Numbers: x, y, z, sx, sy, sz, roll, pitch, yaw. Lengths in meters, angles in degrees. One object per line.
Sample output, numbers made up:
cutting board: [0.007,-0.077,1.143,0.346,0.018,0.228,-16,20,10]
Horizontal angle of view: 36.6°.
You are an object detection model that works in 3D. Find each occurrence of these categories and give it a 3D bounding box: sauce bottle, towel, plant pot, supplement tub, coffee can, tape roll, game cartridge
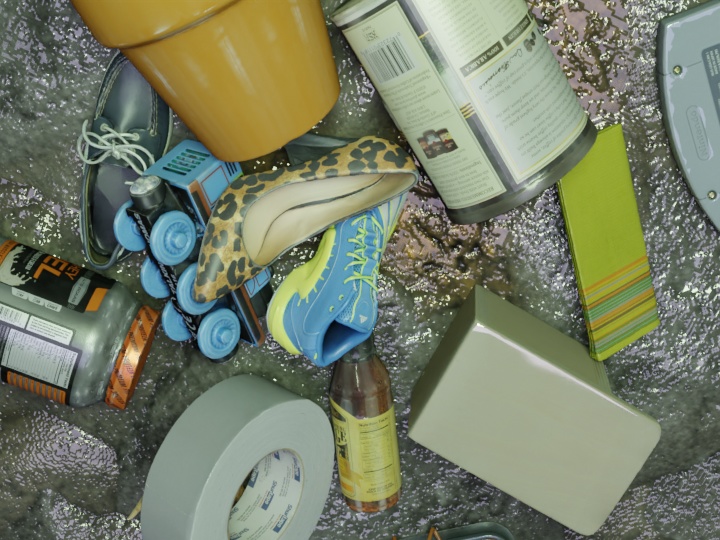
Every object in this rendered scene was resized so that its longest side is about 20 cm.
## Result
sauce bottle: [0.002,0.133,1.053,0.065,0.066,0.204,-5,107,4]
towel: [0.225,-0.024,0.997,0.085,0.018,0.203,-25,110,-26]
plant pot: [-0.108,-0.198,0.876,0.197,0.201,0.185,-22,119,10]
supplement tub: [-0.292,0.049,1.000,0.197,0.123,0.124,21,109,-6]
coffee can: [0.086,-0.163,0.899,0.145,0.147,0.202,-30,106,12]
tape roll: [-0.109,0.202,1.009,0.065,0.199,0.204,20,114,32]
game cartridge: [0.335,-0.141,0.959,0.131,0.042,0.203,-17,108,12]

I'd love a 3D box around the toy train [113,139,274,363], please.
toy train: [-0.137,-0.013,0.974,0.114,0.086,0.202,-42,129,-28]

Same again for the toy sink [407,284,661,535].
toy sink: [0.160,0.127,1.020,0.198,0.112,0.132,28,108,-3]

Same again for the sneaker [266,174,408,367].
sneaker: [0.000,0.000,0.968,0.075,0.105,0.202,23,103,-43]

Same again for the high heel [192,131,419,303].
high heel: [-0.046,-0.041,0.904,0.141,0.201,0.072,14,147,36]

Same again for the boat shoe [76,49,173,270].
boat shoe: [-0.217,-0.099,0.976,0.074,0.062,0.203,17,109,-3]

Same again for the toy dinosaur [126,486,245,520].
toy dinosaur: [-0.152,0.190,1.044,0.060,0.107,0.199,-34,148,15]

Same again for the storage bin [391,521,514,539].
storage bin: [0.071,0.349,1.090,0.196,0.135,0.148,-13,109,5]
